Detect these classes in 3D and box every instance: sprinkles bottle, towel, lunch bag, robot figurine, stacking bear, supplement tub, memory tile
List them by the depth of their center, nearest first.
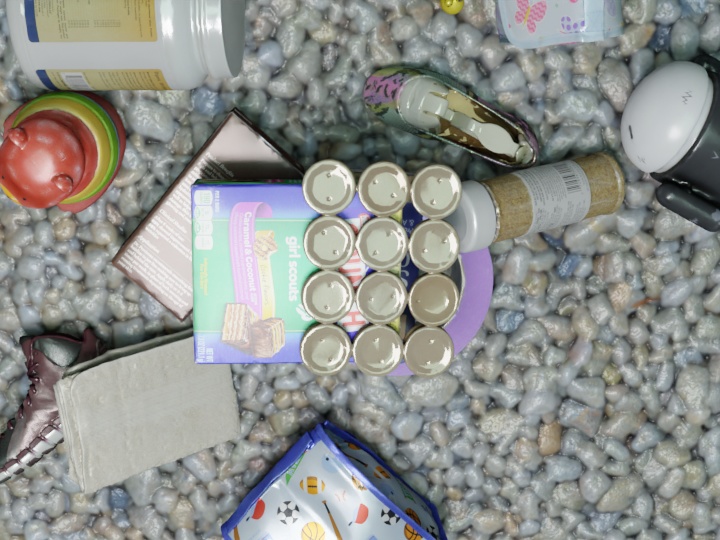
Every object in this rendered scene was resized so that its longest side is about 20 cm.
[{"bbox_3d":[0.019,0.000,0.988,0.150,0.017,0.204,0,101,-8],"label":"memory tile"},{"bbox_3d":[-0.214,-0.243,1.008,0.196,0.145,0.147,1,103,4],"label":"supplement tub"},{"bbox_3d":[0.183,-0.301,1.013,0.125,0.200,0.173,-8,105,-3],"label":"lunch bag"},{"bbox_3d":[-0.288,-0.111,1.015,0.113,0.200,0.122,-37,103,4],"label":"stacking bear"},{"bbox_3d":[0.177,-0.071,1.096,0.197,0.068,0.069,-14,106,-27],"label":"sprinkles bottle"},{"bbox_3d":[0.365,-0.132,1.110,0.198,0.151,0.126,25,122,-11],"label":"robot figurine"},{"bbox_3d":[-0.219,0.142,1.127,0.198,0.034,0.135,-15,108,-33],"label":"towel"},{"bbox_3d":[-0.029,0.279,1.170,0.199,0.124,0.170,40,98,-20],"label":"lunch bag"}]

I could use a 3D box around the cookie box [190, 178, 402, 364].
[{"bbox_3d":[-0.060,-0.001,1.027,0.196,0.075,0.174,-1,101,-5],"label":"cookie box"}]

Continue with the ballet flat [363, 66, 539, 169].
[{"bbox_3d":[0.099,-0.157,1.105,0.197,0.071,0.070,22,99,-9],"label":"ballet flat"}]

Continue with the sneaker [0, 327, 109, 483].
[{"bbox_3d":[-0.349,0.133,1.139,0.199,0.076,0.116,-35,99,-7],"label":"sneaker"}]

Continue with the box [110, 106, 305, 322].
[{"bbox_3d":[-0.156,-0.059,1.106,0.100,0.075,0.200,40,98,-12],"label":"box"}]

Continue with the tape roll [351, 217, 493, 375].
[{"bbox_3d":[0.039,0.006,1.142,0.196,0.066,0.204,-1,104,-5],"label":"tape roll"}]

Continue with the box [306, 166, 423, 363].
[{"bbox_3d":[0.000,0.000,1.088,0.119,0.032,0.204,2,104,-5],"label":"box"}]

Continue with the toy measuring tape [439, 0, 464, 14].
[{"bbox_3d":[0.057,-0.348,1.058,0.073,0.074,0.202,-25,104,1],"label":"toy measuring tape"}]
